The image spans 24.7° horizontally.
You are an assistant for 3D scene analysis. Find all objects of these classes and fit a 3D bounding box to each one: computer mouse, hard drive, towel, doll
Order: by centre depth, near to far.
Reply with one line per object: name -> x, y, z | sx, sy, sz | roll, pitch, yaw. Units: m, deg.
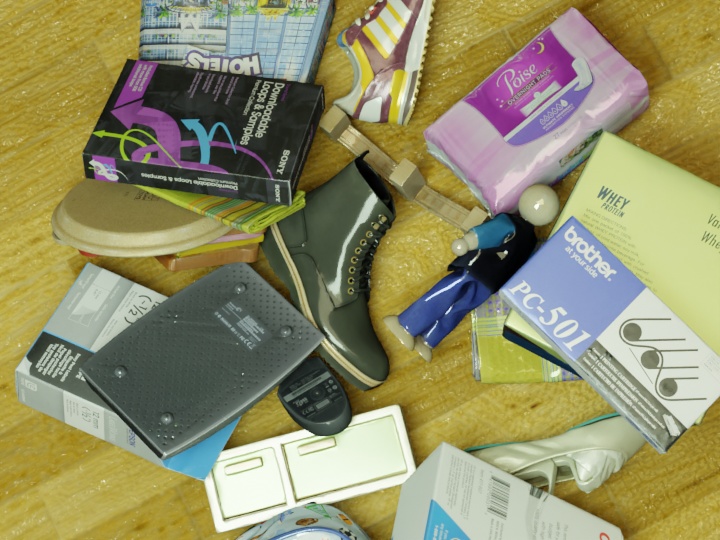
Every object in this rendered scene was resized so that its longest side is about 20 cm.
hard drive -> -0.145, 0.084, 1.526 | 0.135, 0.042, 0.200 | 41, 57, 20
towel -> -0.153, -0.084, 1.546 | 0.199, 0.086, 0.018 | 22, 122, 29
doll -> 0.112, -0.003, 1.550 | 0.200, 0.136, 0.048 | -44, 57, 6
computer mouse -> -0.069, 0.089, 1.586 | 0.058, 0.034, 0.200 | -28, 53, -13
towel -> 0.201, 0.037, 1.609 | 0.199, 0.023, 0.144 | -2, 82, 4

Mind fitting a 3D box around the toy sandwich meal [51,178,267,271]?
toy sandwich meal -> -0.193, -0.042, 1.571 | 0.204, 0.205, 0.071 | -1, 118, 4

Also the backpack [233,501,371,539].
backpack -> -0.046, 0.320, 1.514 | 0.200, 0.154, 0.191 | -33, 95, -1

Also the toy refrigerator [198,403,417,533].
toy refrigerator -> -0.048, 0.190, 1.583 | 0.199, 0.070, 0.076 | -15, 83, 2

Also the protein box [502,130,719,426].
protein box -> 0.263, 0.012, 1.530 | 0.198, 0.135, 0.201 | 27, 86, 7

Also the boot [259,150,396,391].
boot -> 0.000, 0.000, 1.575 | 0.138, 0.077, 0.200 | -37, 82, 24

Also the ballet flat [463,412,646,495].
ballet flat -> 0.190, 0.188, 1.567 | 0.199, 0.069, 0.070 | -15, 82, 9

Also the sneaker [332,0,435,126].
sneaker -> 0.025, -0.246, 1.629 | 0.090, 0.075, 0.201 | 9, 83, -1

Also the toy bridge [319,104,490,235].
toy bridge -> 0.048, -0.088, 1.609 | 0.200, 0.067, 0.027 | 37, 86, 16

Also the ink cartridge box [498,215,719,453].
ink cartridge box -> 0.223, 0.056, 1.437 | 0.200, 0.044, 0.094 | 44, 87, 7

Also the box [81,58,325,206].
box -> -0.144, -0.132, 1.546 | 0.199, 0.036, 0.143 | 9, 47, 7

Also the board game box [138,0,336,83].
board game box -> -0.129, -0.175, 1.637 | 0.199, 0.062, 0.201 | 2, 82, 4

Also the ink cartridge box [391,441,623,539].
ink cartridge box -> 0.131, 0.269, 1.493 | 0.199, 0.084, 0.146 | 28, 43, -12

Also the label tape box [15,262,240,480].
label tape box -> -0.207, 0.096, 1.573 | 0.199, 0.066, 0.144 | 22, 53, 10

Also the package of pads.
package of pads -> 0.170, -0.148, 1.599 | 0.200, 0.076, 0.121 | -40, 69, -3
